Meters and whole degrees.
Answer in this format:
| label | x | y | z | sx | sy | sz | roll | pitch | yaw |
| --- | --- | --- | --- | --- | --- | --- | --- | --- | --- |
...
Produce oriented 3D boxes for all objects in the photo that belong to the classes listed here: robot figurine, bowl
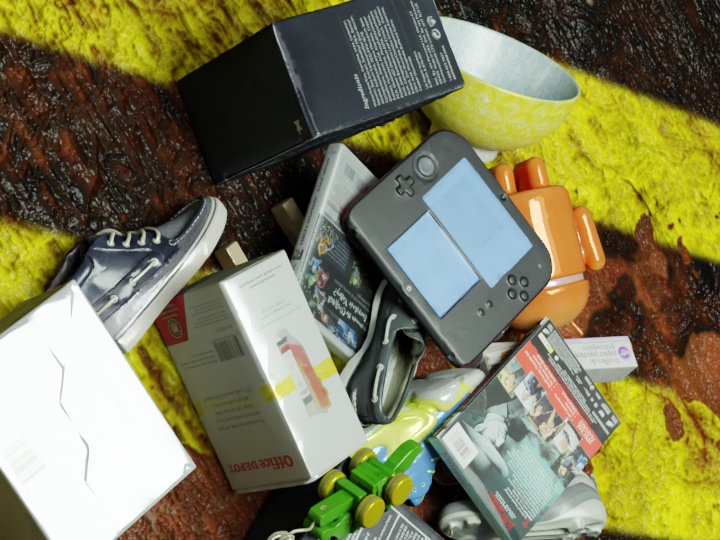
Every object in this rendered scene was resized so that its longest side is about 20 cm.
| label | x | y | z | sx | sy | sz | roll | pitch | yaw |
| --- | --- | --- | --- | --- | --- | --- | --- | --- | --- |
| robot figurine | 0.184 | -0.019 | 1.740 | 0.143 | 0.116 | 0.203 | -12 | 88 | -51 |
| bowl | 0.130 | -0.184 | 1.725 | 0.198 | 0.200 | 0.109 | 4 | 120 | -34 |

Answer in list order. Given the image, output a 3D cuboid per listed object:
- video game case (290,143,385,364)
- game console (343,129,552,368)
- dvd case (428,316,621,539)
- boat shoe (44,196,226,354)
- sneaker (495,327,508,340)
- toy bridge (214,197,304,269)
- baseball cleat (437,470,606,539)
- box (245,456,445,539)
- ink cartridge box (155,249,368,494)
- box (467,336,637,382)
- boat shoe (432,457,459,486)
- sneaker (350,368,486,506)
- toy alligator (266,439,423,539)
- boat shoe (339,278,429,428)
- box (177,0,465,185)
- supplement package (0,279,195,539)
| label | x | y | z | sx | sy | sz | roll | pitch | yaw |
| --- | --- | --- | --- | --- | --- | --- | --- | --- | --- |
| video game case | 0.000 | 0.000 | 1.621 | 0.200 | 0.023 | 0.184 | 43 | 56 | -46 |
| game console | 0.095 | -0.027 | 1.618 | 0.201 | 0.031 | 0.177 | 52 | 55 | -6 |
| dvd case | 0.174 | 0.167 | 1.651 | 0.200 | 0.022 | 0.147 | -44 | 103 | -32 |
| boat shoe | -0.209 | -0.017 | 1.483 | 0.093 | 0.074 | 0.201 | 49 | 58 | -25 |
| sneaker | 0.091 | -0.016 | 1.678 | 0.073 | 0.079 | 0.203 | -13 | 85 | -33 |
| toy bridge | -0.064 | -0.041 | 1.621 | 0.200 | 0.027 | 0.068 | -40 | 105 | -34 |
| baseball cleat | 0.166 | 0.243 | 1.693 | 0.198 | 0.070 | 0.107 | 7 | 52 | -25 |
| box | -0.019 | 0.318 | 1.520 | 0.198 | 0.123 | 0.201 | 43 | 57 | -21 |
| ink cartridge box | -0.097 | 0.098 | 1.498 | 0.083 | 0.144 | 0.202 | -28 | 97 | -37 |
| box | 0.210 | 0.101 | 1.736 | 0.198 | 0.042 | 0.039 | -2 | 61 | -27 |
| boat shoe | 0.154 | 0.170 | 1.707 | 0.199 | 0.067 | 0.073 | -24 | 94 | -36 |
| sneaker | 0.056 | 0.179 | 1.640 | 0.198 | 0.075 | 0.106 | -25 | 104 | -25 |
| toy alligator | -0.014 | 0.220 | 1.444 | 0.199 | 0.059 | 0.055 | -32 | 138 | -37 |
| boat shoe | 0.039 | 0.075 | 1.604 | 0.076 | 0.060 | 0.202 | 50 | 51 | -41 |
| box | -0.040 | -0.185 | 1.563 | 0.199 | 0.196 | 0.119 | -23 | 93 | -36 |
| supplement package | -0.273 | 0.141 | 1.385 | 0.155 | 0.110 | 0.201 | -39 | 103 | -34 |
